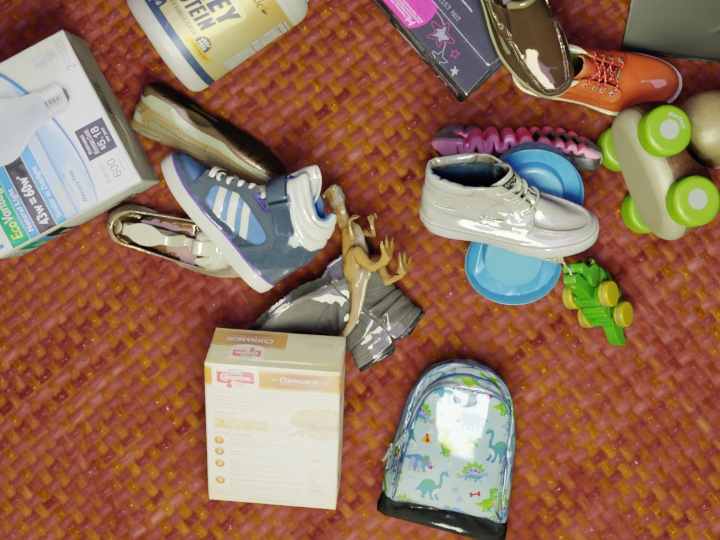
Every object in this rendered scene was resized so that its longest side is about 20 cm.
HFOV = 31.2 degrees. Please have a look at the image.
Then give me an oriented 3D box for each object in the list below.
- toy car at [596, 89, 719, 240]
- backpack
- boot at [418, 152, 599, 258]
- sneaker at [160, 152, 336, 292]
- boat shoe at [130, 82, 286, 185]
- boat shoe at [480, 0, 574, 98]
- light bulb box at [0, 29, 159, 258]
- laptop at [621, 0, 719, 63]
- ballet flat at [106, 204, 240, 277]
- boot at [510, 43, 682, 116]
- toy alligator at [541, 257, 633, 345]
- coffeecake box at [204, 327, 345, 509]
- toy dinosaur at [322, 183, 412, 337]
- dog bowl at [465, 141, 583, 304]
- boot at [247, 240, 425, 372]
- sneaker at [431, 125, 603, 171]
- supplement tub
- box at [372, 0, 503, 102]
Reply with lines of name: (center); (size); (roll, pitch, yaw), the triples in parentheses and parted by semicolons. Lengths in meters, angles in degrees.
toy car: (0.397, -0.139, 1.462); (0.199, 0.164, 0.158); (-23, 92, -9)
backpack: (0.112, 0.203, 1.504); (0.162, 0.154, 0.201); (14, 81, 8)
boot: (0.163, -0.073, 1.392); (0.199, 0.096, 0.074); (6, 56, 4)
sneaker: (-0.116, -0.090, 1.467); (0.146, 0.081, 0.200); (-40, 83, 11)
boat shoe: (-0.182, -0.141, 1.531); (0.200, 0.072, 0.076); (34, 109, 8)
boat shoe: (0.168, -0.277, 1.385); (0.075, 0.075, 0.203); (-30, 93, 2)
light bulb box: (-0.373, -0.143, 1.503); (0.199, 0.125, 0.199); (-28, 92, 3)
laptop: (0.413, -0.362, 1.514); (0.186, 0.116, 0.201); (7, 65, 2)
ballet flat: (-0.208, -0.032, 1.530); (0.199, 0.067, 0.068); (11, 94, 2)
boot: (0.276, -0.221, 1.481); (0.199, 0.107, 0.075); (5, 92, 1)
toy alligator: (0.265, 0.014, 1.490); (0.059, 0.200, 0.054); (-5, 51, 39)
coffeecake box: (-0.097, 0.172, 1.493); (0.153, 0.073, 0.201); (4, 122, 3)
toy dinosaur: (0.000, 0.000, 1.486); (0.106, 0.060, 0.201); (-5, 89, 34)
dog bowl: (0.187, -0.058, 1.484); (0.111, 0.050, 0.201); (12, 120, -1)
boot: (-0.032, 0.070, 1.527); (0.200, 0.070, 0.132); (-36, 90, 5)
sneaker: (0.183, -0.118, 1.514); (0.199, 0.079, 0.096); (2, 108, 6)
supplement tub: (-0.150, -0.315, 1.474); (0.200, 0.144, 0.145); (-35, 91, 4)
box: (0.100, -0.313, 1.478); (0.132, 0.115, 0.200); (-42, 93, 3)
